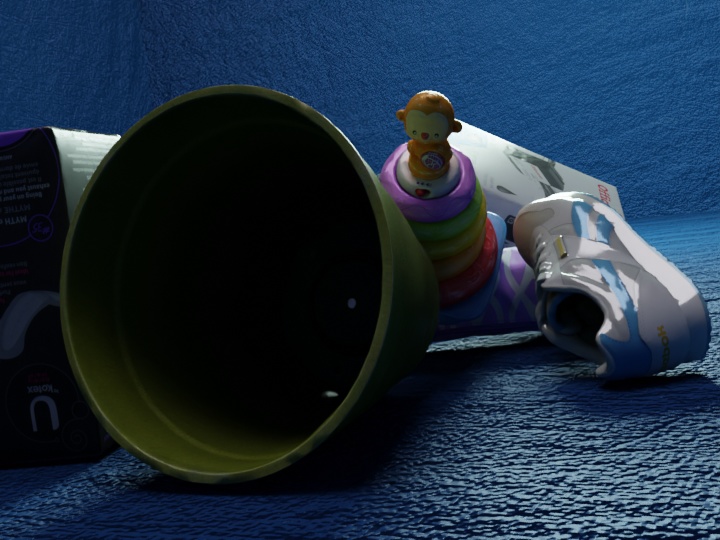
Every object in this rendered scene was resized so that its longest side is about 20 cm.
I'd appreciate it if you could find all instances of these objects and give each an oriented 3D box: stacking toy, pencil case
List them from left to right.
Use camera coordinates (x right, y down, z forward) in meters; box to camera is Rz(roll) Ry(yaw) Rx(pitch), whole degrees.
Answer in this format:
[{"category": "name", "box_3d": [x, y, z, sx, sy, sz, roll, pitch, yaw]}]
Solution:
[{"category": "stacking toy", "box_3d": [0.051, -0.055, 0.621, 0.115, 0.111, 0.201, 14, -29, 12]}, {"category": "pencil case", "box_3d": [0.118, 0.027, 0.728, 0.197, 0.086, 0.084, -6, -33, 9]}]

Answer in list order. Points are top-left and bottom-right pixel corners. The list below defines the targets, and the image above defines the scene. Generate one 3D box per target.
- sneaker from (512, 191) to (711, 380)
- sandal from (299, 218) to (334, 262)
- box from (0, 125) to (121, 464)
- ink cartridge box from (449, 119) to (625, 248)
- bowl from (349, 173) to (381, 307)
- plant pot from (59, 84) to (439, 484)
[{"category": "sneaker", "box_3d": [0.155, 0.004, 0.603, 0.080, 0.077, 0.200, -15, 30, -13]}, {"category": "sandal", "box_3d": [-0.046, -0.020, 0.713, 0.080, 0.057, 0.201, -49, -2, -22]}, {"category": "box", "box_3d": [-0.217, 0.015, 0.559, 0.121, 0.203, 0.106, -6, 4, 9]}, {"category": "ink cartridge box", "box_3d": [0.160, -0.058, 0.852, 0.198, 0.084, 0.146, 22, 31, -3]}, {"category": "bowl", "box_3d": [0.000, 0.000, 0.895, 0.201, 0.090, 0.201, -47, 15, 16]}, {"category": "plant pot", "box_3d": [-0.039, 0.013, 0.517, 0.198, 0.203, 0.193, -5, -7, 23]}]
